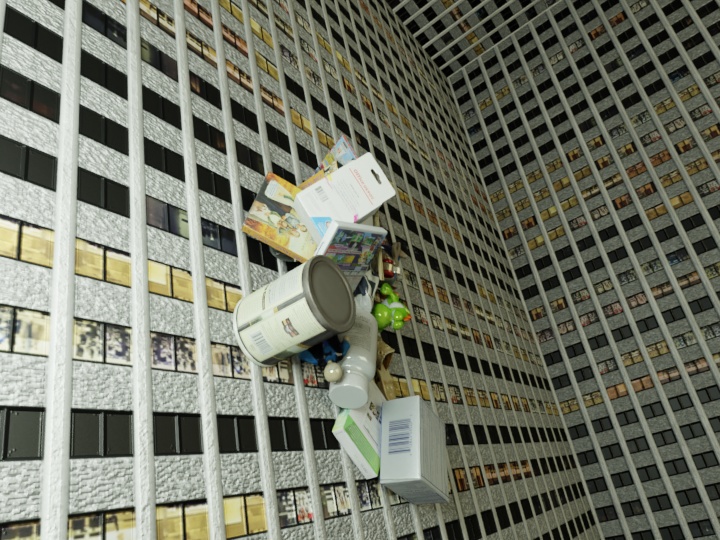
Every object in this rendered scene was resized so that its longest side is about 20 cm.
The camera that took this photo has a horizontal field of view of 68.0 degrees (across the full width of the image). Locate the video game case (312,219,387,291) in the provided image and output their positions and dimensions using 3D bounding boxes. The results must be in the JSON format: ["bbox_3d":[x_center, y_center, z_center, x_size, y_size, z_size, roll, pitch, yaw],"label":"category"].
[{"bbox_3d":[-0.040,-0.018,1.151,0.023,0.185,0.197,40,20,27],"label":"video game case"}]

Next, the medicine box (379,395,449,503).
[{"bbox_3d":[0.129,0.425,1.251,0.201,0.100,0.187,52,33,-46],"label":"medicine box"}]

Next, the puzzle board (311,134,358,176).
[{"bbox_3d":[-0.058,-0.244,1.400,0.017,0.151,0.203,18,33,-43],"label":"puzzle board"}]

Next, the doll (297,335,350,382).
[{"bbox_3d":[-0.087,0.148,1.139,0.132,0.049,0.204,-12,57,-22],"label":"doll"}]

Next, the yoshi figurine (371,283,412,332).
[{"bbox_3d":[0.063,0.105,1.396,0.114,0.110,0.200,57,1,-9],"label":"yoshi figurine"}]

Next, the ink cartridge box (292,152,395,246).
[{"bbox_3d":[-0.034,-0.152,1.152,0.197,0.068,0.117,-33,86,-19],"label":"ink cartridge box"}]

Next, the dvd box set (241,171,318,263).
[{"bbox_3d":[-0.145,-0.106,1.171,0.196,0.029,0.150,28,62,-13],"label":"dvd box set"}]

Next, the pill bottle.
[{"bbox_3d":[-0.019,0.198,1.204,0.114,0.112,0.204,44,33,-32],"label":"pill bottle"}]

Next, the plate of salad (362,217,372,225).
[{"bbox_3d":[-0.010,-0.111,1.442,0.200,0.047,0.206,-42,142,-44],"label":"plate of salad"}]

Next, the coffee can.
[{"bbox_3d":[-0.126,0.080,1.016,0.146,0.196,0.150,40,36,-38],"label":"coffee can"}]

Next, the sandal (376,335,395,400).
[{"bbox_3d":[0.064,0.229,1.375,0.077,0.068,0.218,3,66,-59],"label":"sandal"}]

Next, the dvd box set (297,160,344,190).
[{"bbox_3d":[-0.087,-0.172,1.292,0.145,0.196,0.030,30,41,-48],"label":"dvd box set"}]

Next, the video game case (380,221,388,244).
[{"bbox_3d":[0.022,-0.115,1.617,0.179,0.035,0.206,6,63,-59],"label":"video game case"}]

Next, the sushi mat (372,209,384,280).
[{"bbox_3d":[0.038,-0.089,1.274,0.096,0.012,0.206,-102,-175,-62],"label":"sushi mat"}]

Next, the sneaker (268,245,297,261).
[{"bbox_3d":[-0.139,-0.072,1.265,0.194,0.114,0.079,-14,102,-29],"label":"sneaker"}]

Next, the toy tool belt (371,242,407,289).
[{"bbox_3d":[0.066,-0.029,1.447,0.200,0.120,0.128,105,-7,-77],"label":"toy tool belt"}]

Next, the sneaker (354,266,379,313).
[{"bbox_3d":[0.000,0.000,1.315,0.130,0.077,0.207,-58,136,-77],"label":"sneaker"}]

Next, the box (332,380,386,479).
[{"bbox_3d":[0.012,0.347,1.225,0.147,0.036,0.201,57,27,-16],"label":"box"}]
